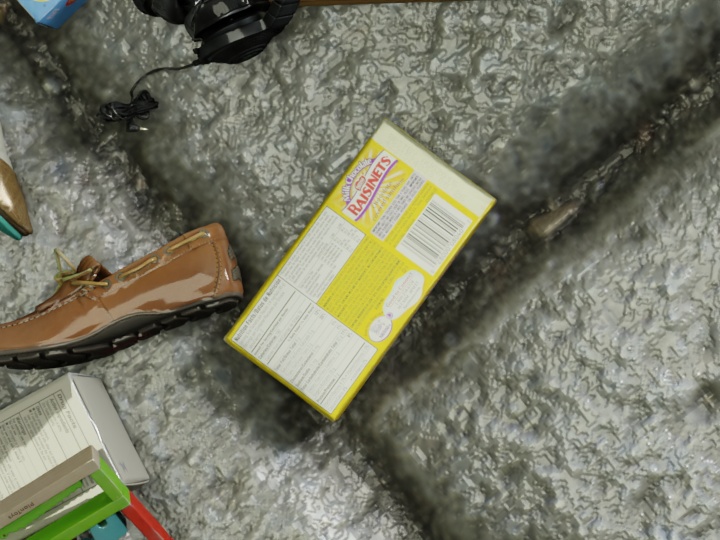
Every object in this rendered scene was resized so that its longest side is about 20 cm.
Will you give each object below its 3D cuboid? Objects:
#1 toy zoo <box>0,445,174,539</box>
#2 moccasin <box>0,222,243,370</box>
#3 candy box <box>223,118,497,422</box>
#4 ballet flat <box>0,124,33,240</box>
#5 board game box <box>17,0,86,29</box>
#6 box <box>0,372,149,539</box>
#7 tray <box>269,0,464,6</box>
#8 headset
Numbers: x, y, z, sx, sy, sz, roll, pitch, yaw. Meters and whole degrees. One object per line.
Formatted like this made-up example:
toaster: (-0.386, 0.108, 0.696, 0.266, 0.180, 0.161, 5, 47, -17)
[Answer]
toy zoo: (-0.188, 0.228, 1.713, 0.131, 0.020, 0.200, -32, 120, 9)
moccasin: (-0.187, 0.018, 1.733, 0.201, 0.074, 0.078, -21, 79, 10)
candy box: (0.000, 0.000, 1.730, 0.102, 0.026, 0.200, 37, 95, 8)
ballet flat: (-0.311, -0.100, 1.760, 0.200, 0.068, 0.072, 30, 75, 10)
board game box: (-0.222, -0.314, 1.741, 0.200, 0.056, 0.196, -43, 85, 6)
box: (-0.265, 0.160, 1.738, 0.200, 0.078, 0.095, -27, 82, 7)
tray: (0.033, -0.243, 1.719, 0.200, 0.037, 0.099, -1, 90, 8)
headset: (-0.120, -0.188, 1.699, 0.123, 0.094, 0.200, 41, 119, 18)
